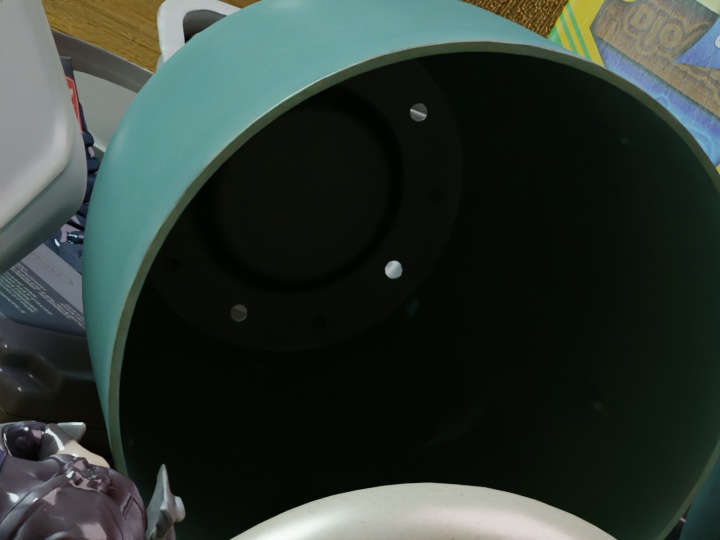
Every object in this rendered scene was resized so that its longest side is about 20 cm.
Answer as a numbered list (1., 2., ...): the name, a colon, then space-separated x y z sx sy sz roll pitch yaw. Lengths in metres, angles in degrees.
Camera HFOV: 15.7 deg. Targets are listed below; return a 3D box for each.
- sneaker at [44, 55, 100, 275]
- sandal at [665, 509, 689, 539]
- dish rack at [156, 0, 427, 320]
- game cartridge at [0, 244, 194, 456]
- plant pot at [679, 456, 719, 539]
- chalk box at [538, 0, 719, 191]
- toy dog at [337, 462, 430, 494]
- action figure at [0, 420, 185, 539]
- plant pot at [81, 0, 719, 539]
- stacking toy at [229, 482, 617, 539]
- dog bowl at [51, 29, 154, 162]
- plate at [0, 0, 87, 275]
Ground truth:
1. sneaker: -0.126 -0.038 1.029 0.200 0.085 0.075 39 10 30
2. sandal: 0.108 0.123 1.106 0.079 0.058 0.201 26 16 -16
3. dish rack: -0.012 -0.023 1.086 0.171 0.044 0.201 20 33 -23
4. game cartridge: -0.150 -0.001 0.914 0.200 0.042 0.133 38 6 27
5. plant pot: 0.194 0.131 0.936 0.199 0.189 0.200 32 10 -6
6. chalk box: 0.173 -0.051 0.851 0.124 0.124 0.200 21 15 -41
7. toy dog: 0.051 0.084 0.971 0.131 0.097 0.200 33 9 0
8. action figure: -0.116 0.049 0.678 0.200 0.070 0.130 39 1 -7
9. plant pot: 0.000 0.000 0.829 0.200 0.201 0.161 29 10 -27
10. stacking toy: -0.003 0.107 0.587 0.146 0.147 0.200 31 -1 -11
11. dog bowl: -0.095 -0.036 1.179 0.199 0.059 0.200 29 14 -8
12. plate: -0.144 -0.078 0.785 0.200 0.032 0.201 -53 128 -62
